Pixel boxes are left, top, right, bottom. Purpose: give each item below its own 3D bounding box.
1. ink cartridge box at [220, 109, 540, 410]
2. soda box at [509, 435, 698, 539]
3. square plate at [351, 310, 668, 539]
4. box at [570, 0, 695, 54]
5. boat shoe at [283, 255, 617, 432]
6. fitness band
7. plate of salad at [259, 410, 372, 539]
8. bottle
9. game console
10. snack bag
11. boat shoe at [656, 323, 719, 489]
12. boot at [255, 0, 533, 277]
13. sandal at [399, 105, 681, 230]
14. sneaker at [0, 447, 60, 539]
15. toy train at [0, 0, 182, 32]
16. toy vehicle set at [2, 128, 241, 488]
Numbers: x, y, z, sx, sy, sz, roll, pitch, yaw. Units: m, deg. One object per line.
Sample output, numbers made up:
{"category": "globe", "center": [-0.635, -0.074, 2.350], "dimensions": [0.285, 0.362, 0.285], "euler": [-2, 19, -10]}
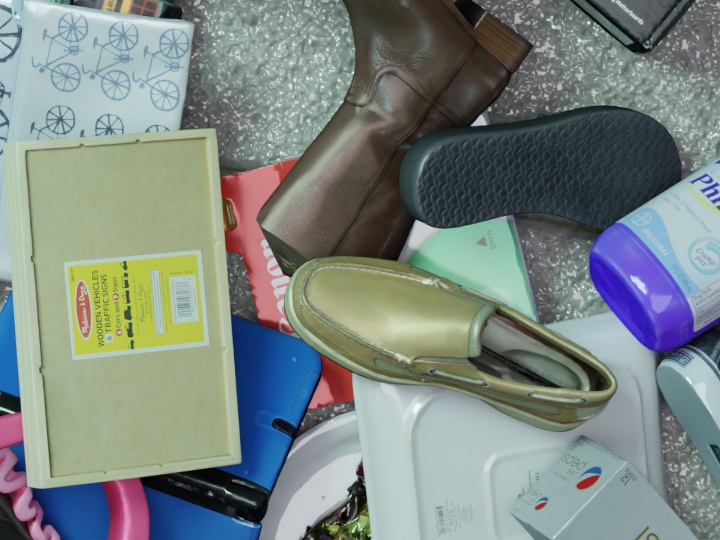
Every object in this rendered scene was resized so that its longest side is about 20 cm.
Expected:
{"category": "ink cartridge box", "center": [0.000, 0.000, 1.630], "dimensions": [0.200, 0.050, 0.161], "euler": [-14, 93, -1]}
{"category": "soda box", "center": [0.182, 0.194, 1.595], "dimensions": [0.068, 0.064, 0.200], "euler": [-45, 113, -7]}
{"category": "square plate", "center": [0.100, 0.135, 1.607], "dimensions": [0.198, 0.028, 0.200], "euler": [-10, 102, -17]}
{"category": "box", "center": [0.147, -0.255, 1.596], "dimensions": [0.200, 0.086, 0.164], "euler": [40, 92, -2]}
{"category": "boat shoe", "center": [0.056, 0.035, 1.533], "dimensions": [0.200, 0.076, 0.072], "euler": [17, 75, -11]}
{"category": "fitness band", "center": [-0.214, 0.168, 1.530], "dimensions": [0.200, 0.037, 0.144], "euler": [-39, 102, -21]}
{"category": "plate of salad", "center": [0.020, 0.184, 1.639], "dimensions": [0.200, 0.048, 0.200], "euler": [0, 93, 1]}
{"category": "bottle", "center": [0.237, -0.032, 1.603], "dimensions": [0.200, 0.065, 0.084], "euler": [-31, 62, -13]}
{"category": "game console", "center": [-0.143, 0.110, 1.639], "dimensions": [0.200, 0.118, 0.171], "euler": [20, 62, 7]}
{"category": "snack bag", "center": [-0.208, -0.078, 1.578], "dimensions": [0.200, 0.021, 0.189], "euler": [11, 112, -1]}
{"category": "boat shoe", "center": [0.267, 0.116, 1.625], "dimensions": [0.091, 0.071, 0.200], "euler": [-33, 104, -17]}
{"category": "boot", "center": [-0.018, -0.094, 1.556], "dimensions": [0.186, 0.064, 0.200], "euler": [32, 96, -22]}
{"category": "sandal", "center": [0.109, -0.065, 1.594], "dimensions": [0.200, 0.043, 0.076], "euler": [0, 105, -31]}
{"category": "sneaker", "center": [-0.209, 0.194, 1.586], "dimensions": [0.079, 0.095, 0.200], "euler": [-25, 110, 42]}
{"category": "toy train", "center": [-0.153, -0.205, 1.607], "dimensions": [0.114, 0.085, 0.200], "euler": [18, 91, -13]}
{"category": "toy vehicle set", "center": [-0.138, 0.020, 1.535], "dimensions": [0.124, 0.027, 0.200], "euler": [-4, 91, -24]}
